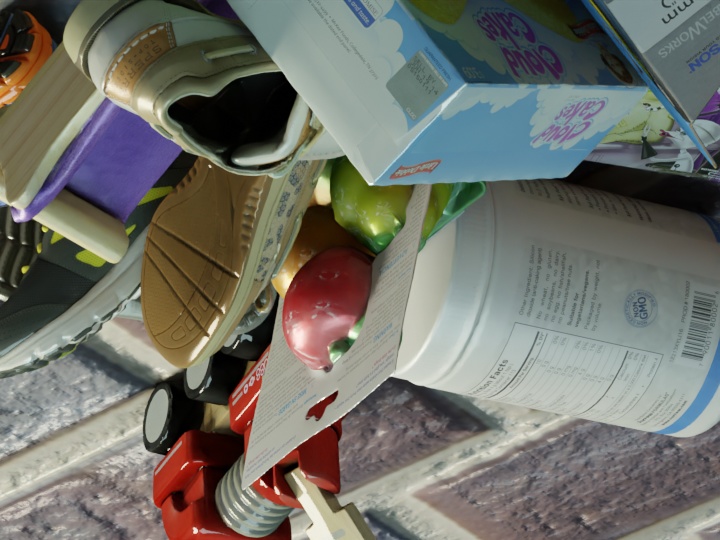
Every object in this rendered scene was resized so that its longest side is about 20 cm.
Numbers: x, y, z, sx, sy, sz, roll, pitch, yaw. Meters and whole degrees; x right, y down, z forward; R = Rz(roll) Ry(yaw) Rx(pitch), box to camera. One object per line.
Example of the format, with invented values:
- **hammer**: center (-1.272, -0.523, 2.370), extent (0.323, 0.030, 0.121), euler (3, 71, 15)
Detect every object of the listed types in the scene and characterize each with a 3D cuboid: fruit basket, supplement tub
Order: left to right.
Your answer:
- **fruit basket**: center (0.000, 0.000, 1.402), extent (0.093, 0.201, 0.185), euler (18, 149, -21)
- **supplement tub**: center (0.116, 0.016, 1.526), extent (0.199, 0.133, 0.132), euler (13, 141, -21)

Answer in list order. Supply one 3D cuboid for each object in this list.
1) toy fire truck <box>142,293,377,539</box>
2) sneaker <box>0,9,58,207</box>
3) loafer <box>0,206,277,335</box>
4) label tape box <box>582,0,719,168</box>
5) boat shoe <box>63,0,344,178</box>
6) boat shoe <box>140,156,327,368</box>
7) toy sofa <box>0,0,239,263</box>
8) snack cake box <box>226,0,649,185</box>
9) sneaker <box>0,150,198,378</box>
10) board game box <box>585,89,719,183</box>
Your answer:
- **toy fire truck**: center (-0.042, 0.136, 1.614), extent (0.128, 0.201, 0.176), euler (15, 140, -24)
- **sneaker**: center (-0.217, -0.056, 1.433), extent (0.200, 0.076, 0.078), euler (-31, 127, 34)
- **loafer**: center (-0.146, -0.008, 1.508), extent (0.199, 0.076, 0.070), euler (17, -177, -5)
- **label tape box**: center (0.122, -0.159, 1.267), extent (0.063, 0.144, 0.200), euler (-38, 141, 6)
- **boat shoe**: center (-0.049, -0.074, 1.203), extent (0.199, 0.068, 0.075), euler (9, 125, -53)
- **boat shoe**: center (-0.054, -0.034, 1.368), extent (0.062, 0.073, 0.201), euler (-9, 136, -45)
- **toy sofa**: center (-0.089, -0.099, 1.257), extent (0.083, 0.098, 0.200), euler (30, 108, -33)
- **snack cake box**: center (0.039, -0.103, 1.214), extent (0.067, 0.115, 0.200), euler (-46, 162, 23)
- **sneaker**: center (-0.143, -0.022, 1.443), extent (0.200, 0.085, 0.074), euler (-41, 180, -8)
- **board game box**: center (0.134, -0.104, 1.450), extent (0.199, 0.032, 0.120), euler (8, 140, -16)
